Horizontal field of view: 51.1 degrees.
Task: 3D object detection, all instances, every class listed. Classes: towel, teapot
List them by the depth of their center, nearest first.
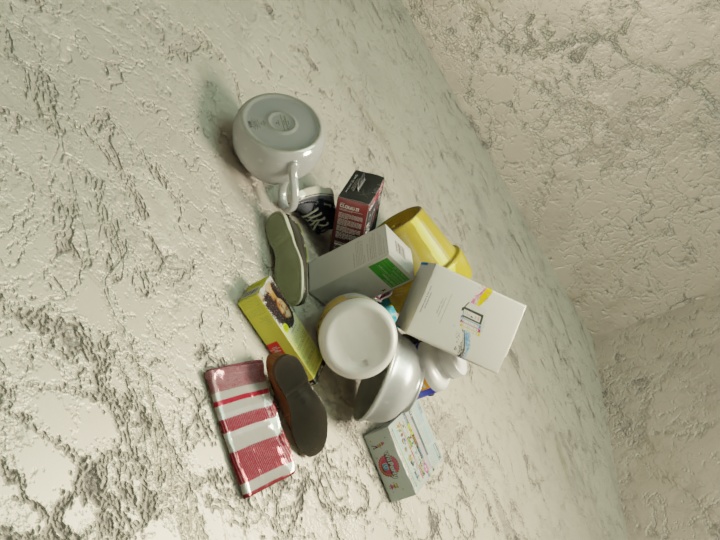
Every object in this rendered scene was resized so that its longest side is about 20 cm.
[{"bbox_3d":[-0.173,0.245,1.202,0.144,0.023,0.202,-2,71,-64],"label":"towel"},{"bbox_3d":[-0.166,-0.240,1.498,0.196,0.147,0.201,28,50,5],"label":"teapot"}]

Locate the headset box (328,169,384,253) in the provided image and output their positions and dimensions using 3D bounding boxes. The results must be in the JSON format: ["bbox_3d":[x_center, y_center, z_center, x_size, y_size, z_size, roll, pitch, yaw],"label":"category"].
[{"bbox_3d":[-0.008,-0.115,1.654,0.149,0.074,0.202,-63,166,-56],"label":"headset box"}]

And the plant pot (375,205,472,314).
[{"bbox_3d":[0.123,-0.030,1.689,0.190,0.199,0.201,59,25,-15],"label":"plant pot"}]

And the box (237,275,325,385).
[{"bbox_3d":[-0.138,0.114,1.354,0.201,0.050,0.075,59,25,-19],"label":"box"}]

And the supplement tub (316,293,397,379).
[{"bbox_3d":[-0.011,0.119,1.426,0.147,0.144,0.200,64,-4,-4],"label":"supplement tub"}]

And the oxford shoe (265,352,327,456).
[{"bbox_3d":[-0.111,0.227,1.300,0.071,0.071,0.202,-26,110,-27],"label":"oxford shoe"}]

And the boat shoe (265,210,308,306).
[{"bbox_3d":[-0.131,-0.020,1.461,0.060,0.071,0.204,22,47,-52],"label":"boat shoe"}]

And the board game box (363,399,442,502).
[{"bbox_3d":[0.096,0.375,1.591,0.149,0.064,0.200,67,23,3],"label":"board game box"}]

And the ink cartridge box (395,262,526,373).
[{"bbox_3d":[0.193,0.090,1.478,0.198,0.146,0.147,25,-2,-7],"label":"ink cartridge box"}]

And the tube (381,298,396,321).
[{"bbox_3d":[0.069,0.152,1.762,0.077,0.050,0.203,9,67,-60],"label":"tube"}]

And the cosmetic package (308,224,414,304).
[{"bbox_3d":[0.000,0.000,1.557,0.107,0.198,0.086,39,34,-41],"label":"cosmetic package"}]

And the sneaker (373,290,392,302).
[{"bbox_3d":[0.013,0.082,1.617,0.071,0.111,0.202,42,34,-45],"label":"sneaker"}]

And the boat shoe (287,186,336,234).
[{"bbox_3d":[-0.098,-0.126,1.619,0.200,0.074,0.094,-17,89,-66],"label":"boat shoe"}]

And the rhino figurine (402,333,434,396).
[{"bbox_3d":[0.138,0.224,1.759,0.087,0.059,0.202,36,-26,48],"label":"rhino figurine"}]

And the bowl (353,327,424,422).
[{"bbox_3d":[0.066,0.218,1.484,0.089,0.202,0.202,23,36,-8],"label":"bowl"}]

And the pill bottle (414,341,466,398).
[{"bbox_3d":[0.123,0.217,1.620,0.112,0.198,0.113,44,32,-38],"label":"pill bottle"}]
